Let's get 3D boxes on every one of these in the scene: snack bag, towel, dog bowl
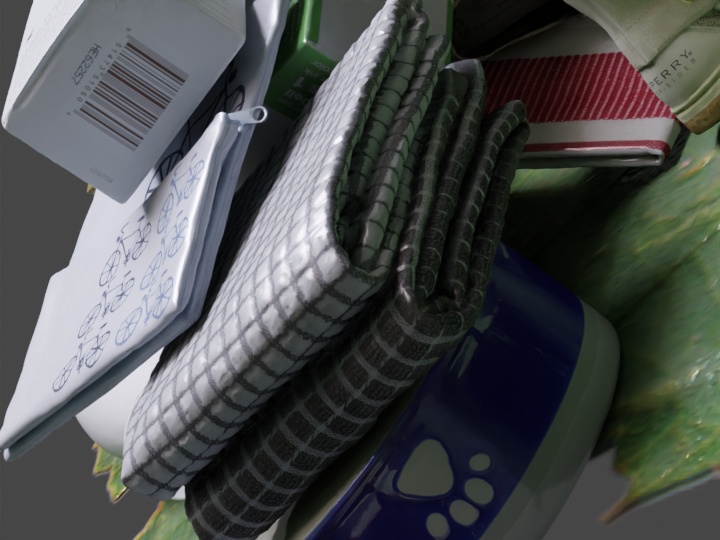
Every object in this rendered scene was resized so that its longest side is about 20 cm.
[{"bbox_3d":[-0.099,-0.026,0.995,0.188,0.021,0.201,-36,32,50],"label":"snack bag"},{"bbox_3d":[0.125,-0.123,1.123,0.143,0.023,0.201,-1,46,34],"label":"towel"},{"bbox_3d":[-0.011,0.002,0.919,0.166,0.085,0.201,-48,14,36],"label":"towel"},{"bbox_3d":[0.022,0.081,0.955,0.200,0.079,0.200,-51,12,15],"label":"dog bowl"}]

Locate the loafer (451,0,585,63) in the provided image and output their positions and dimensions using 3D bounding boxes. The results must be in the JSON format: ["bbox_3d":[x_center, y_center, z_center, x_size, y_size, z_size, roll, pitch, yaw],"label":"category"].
[{"bbox_3d":[0.108,-0.166,1.103,0.200,0.076,0.068,-39,33,8],"label":"loafer"}]

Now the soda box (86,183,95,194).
[{"bbox_3d":[-0.080,-0.067,1.483,0.064,0.199,0.068,146,135,-63],"label":"soda box"}]

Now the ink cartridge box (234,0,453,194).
[{"bbox_3d":[-0.041,-0.091,1.089,0.200,0.084,0.146,-42,32,42],"label":"ink cartridge box"}]

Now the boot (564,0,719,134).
[{"bbox_3d":[0.139,-0.173,1.024,0.072,0.154,0.201,-44,12,45],"label":"boot"}]

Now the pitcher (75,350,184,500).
[{"bbox_3d":[-0.115,0.067,1.517,0.171,0.122,0.200,-36,19,-12],"label":"pitcher"}]

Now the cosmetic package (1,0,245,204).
[{"bbox_3d":[-0.109,-0.123,1.034,0.102,0.074,0.200,-51,19,17],"label":"cosmetic package"}]
